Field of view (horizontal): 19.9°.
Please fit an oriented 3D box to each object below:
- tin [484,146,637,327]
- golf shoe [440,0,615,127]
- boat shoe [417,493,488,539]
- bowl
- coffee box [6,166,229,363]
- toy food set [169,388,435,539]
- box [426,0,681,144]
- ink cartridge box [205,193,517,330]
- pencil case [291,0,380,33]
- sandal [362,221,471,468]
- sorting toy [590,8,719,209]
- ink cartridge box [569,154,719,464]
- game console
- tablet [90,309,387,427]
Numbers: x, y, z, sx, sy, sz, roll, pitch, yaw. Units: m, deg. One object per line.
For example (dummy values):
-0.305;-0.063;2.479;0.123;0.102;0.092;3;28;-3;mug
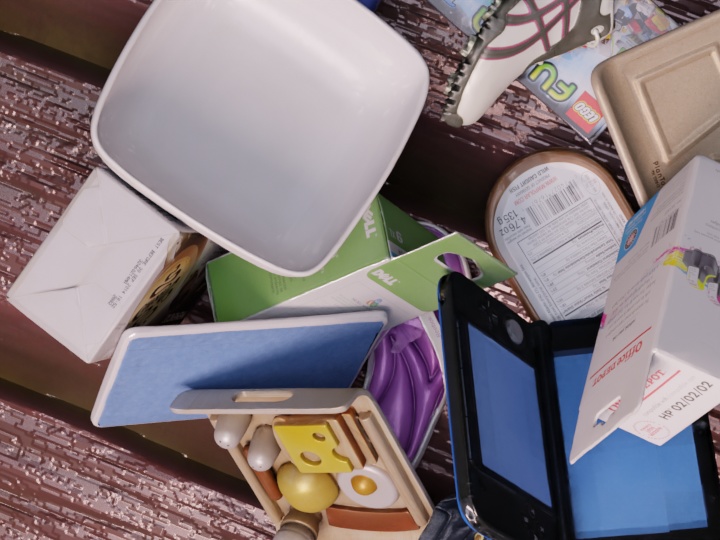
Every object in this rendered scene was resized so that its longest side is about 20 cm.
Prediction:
0.168;0.003;1.527;0.112;0.042;0.201;-32;89;12;tin
0.133;-0.176;1.467;0.088;0.077;0.200;35;97;-3;golf shoe
0.114;0.173;1.488;0.091;0.200;0.071;20;132;26;boat shoe
-0.074;-0.111;1.430;0.199;0.075;0.201;33;75;-7;bowl
-0.165;-0.006;1.482;0.080;0.200;0.113;37;96;7;coffee box
-0.036;0.159;1.484;0.143;0.061;0.200;-3;135;28;toy food set
0.132;-0.199;1.520;0.200;0.035;0.110;41;97;3;box
0.000;0.000;1.485;0.199;0.104;0.060;-23;61;22;ink cartridge box
-0.078;-0.233;1.508;0.199;0.078;0.087;23;69;14;pencil case
0.038;0.065;1.538;0.082;0.050;0.204;10;94;5;sandal
0.285;-0.101;1.491;0.199;0.036;0.186;-24;100;-2;sorting toy
0.211;0.038;1.382;0.068;0.115;0.201;23;60;-9;ink cartridge box
0.151;0.096;1.416;0.118;0.170;0.201;-26;51;28;game console
-0.088;0.070;1.485;0.199;0.130;0.014;-3;57;-23;tablet
